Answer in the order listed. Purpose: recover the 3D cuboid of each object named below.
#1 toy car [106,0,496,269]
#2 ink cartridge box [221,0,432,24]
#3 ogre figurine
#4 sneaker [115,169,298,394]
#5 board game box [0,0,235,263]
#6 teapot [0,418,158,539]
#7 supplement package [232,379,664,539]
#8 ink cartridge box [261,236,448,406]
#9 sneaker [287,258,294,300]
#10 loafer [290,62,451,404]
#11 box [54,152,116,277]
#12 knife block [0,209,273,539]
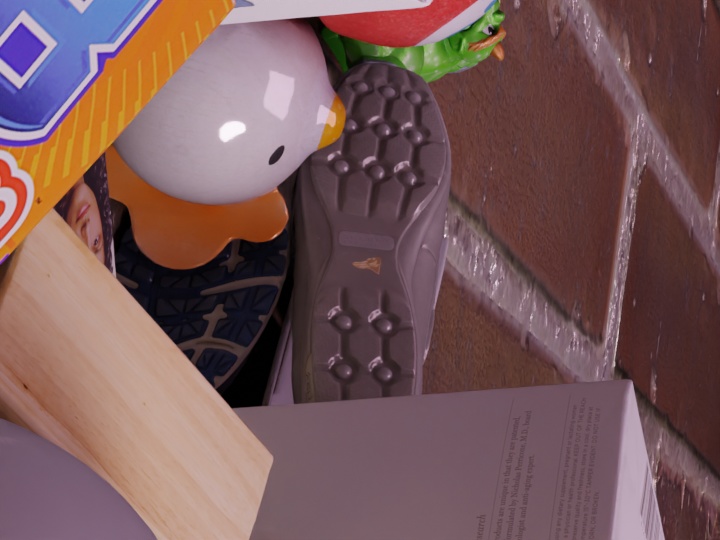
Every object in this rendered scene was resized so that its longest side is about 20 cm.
[{"bbox_3d":[-0.035,-0.093,0.907,0.184,0.175,0.202,-55,160,-78],"label":"toy car"},{"bbox_3d":[-0.062,-0.156,0.699,0.087,0.199,0.147,20,76,-48],"label":"ink cartridge box"},{"bbox_3d":[0.020,-0.154,1.164,0.200,0.097,0.121,-67,142,-81],"label":"ogre figurine"},{"bbox_3d":[-0.055,-0.016,0.994,0.085,0.076,0.201,74,28,-58],"label":"sneaker"},{"bbox_3d":[-0.119,-0.150,0.429,0.200,0.199,0.200,-49,154,-8],"label":"board game box"},{"bbox_3d":[-0.140,0.105,0.642,0.147,0.196,0.201,-115,-147,-41],"label":"teapot"},{"bbox_3d":[0.011,0.129,0.841,0.120,0.198,0.122,-75,155,-51],"label":"supplement package"},{"bbox_3d":[-0.009,0.050,1.060,0.200,0.066,0.117,107,-2,-66],"label":"ink cartridge box"},{"bbox_3d":[0.003,-0.002,1.161,0.200,0.081,0.074,51,45,-67],"label":"sneaker"},{"bbox_3d":[0.000,0.000,0.952,0.070,0.069,0.201,107,-7,-55],"label":"loafer"},{"bbox_3d":[-0.124,0.028,0.827,0.075,0.050,0.202,-53,145,-59],"label":"box"},{"bbox_3d":[-0.108,0.021,0.685,0.176,0.198,0.064,124,-14,-58],"label":"knife block"}]
